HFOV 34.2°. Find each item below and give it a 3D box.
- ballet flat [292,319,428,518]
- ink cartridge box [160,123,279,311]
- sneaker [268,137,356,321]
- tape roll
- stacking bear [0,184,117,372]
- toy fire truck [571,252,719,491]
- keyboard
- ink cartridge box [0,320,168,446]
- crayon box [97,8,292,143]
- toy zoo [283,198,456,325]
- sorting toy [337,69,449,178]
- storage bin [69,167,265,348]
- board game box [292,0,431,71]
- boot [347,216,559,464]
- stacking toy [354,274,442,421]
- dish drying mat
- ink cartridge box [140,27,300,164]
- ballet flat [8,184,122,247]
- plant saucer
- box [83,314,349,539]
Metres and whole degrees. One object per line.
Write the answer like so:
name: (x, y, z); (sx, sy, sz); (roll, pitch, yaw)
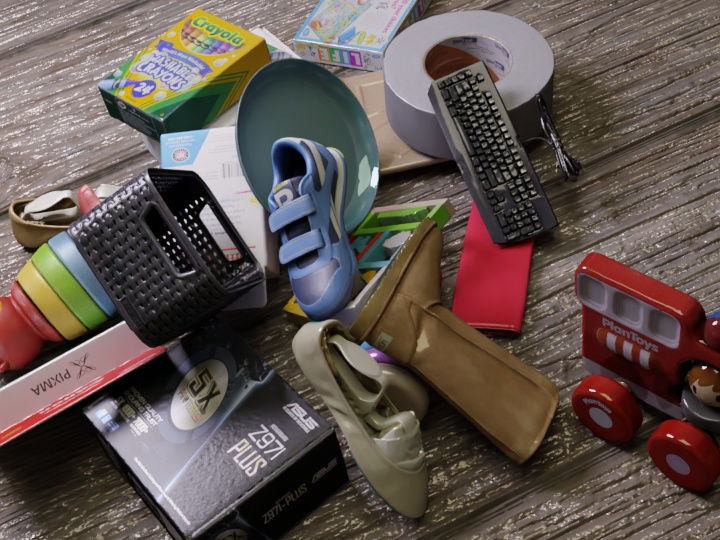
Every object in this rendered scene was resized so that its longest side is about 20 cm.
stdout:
ballet flat: (0.012, 0.128, 1.038); (0.069, 0.069, 0.201); (-35, 90, -20)
ink cartridge box: (-0.152, -0.049, 1.276); (0.114, 0.068, 0.202); (-5, 78, 8)
sneaker: (-0.056, -0.045, 1.175); (0.073, 0.082, 0.202); (-24, 59, 28)
tape roll: (0.126, -0.219, 1.364); (0.198, 0.067, 0.202); (-3, 47, 3)
stacking bear: (-0.327, 0.026, 1.253); (0.200, 0.114, 0.121); (-40, 47, -9)
toy fire truck: (0.274, 0.083, 1.019); (0.199, 0.169, 0.112); (29, 60, 33)
keyboard: (0.163, -0.134, 1.256); (0.126, 0.021, 0.202); (-22, 79, -7)
ink cartridge box: (-0.290, 0.107, 1.141); (0.199, 0.045, 0.176); (-30, 4, -15)
crayon box: (-0.195, -0.238, 1.388); (0.125, 0.052, 0.200); (29, 60, 34)
toy zoo: (0.000, 0.000, 1.218); (0.131, 0.021, 0.200); (-4, 38, 53)
sorting toy: (0.071, -0.186, 1.411); (0.198, 0.037, 0.186); (-9, 47, -2)
storage bin: (-0.180, -0.016, 1.125); (0.093, 0.200, 0.136); (-34, 90, 8)
board game box: (0.012, -0.349, 1.570); (0.133, 0.034, 0.201); (13, 52, 23)
boot: (0.101, 0.063, 1.102); (0.199, 0.066, 0.176); (35, 50, -1)
stacking toy: (0.040, 0.057, 1.163); (0.084, 0.086, 0.201); (2, 44, 14)
dish drying mat: (0.144, -0.011, 1.241); (0.076, 0.018, 0.201); (3, 49, 14)
ink cartridge box: (-0.161, -0.194, 1.433); (0.199, 0.084, 0.145); (-32, 48, -15)
ballet flat: (-0.316, -0.068, 1.366); (0.198, 0.063, 0.069); (-10, 47, 3)
plant saucer: (-0.061, -0.131, 1.275); (0.027, 0.200, 0.201); (-15, 34, 47)
box: (-0.136, 0.163, 1.096); (0.163, 0.087, 0.200); (-35, 50, -20)
